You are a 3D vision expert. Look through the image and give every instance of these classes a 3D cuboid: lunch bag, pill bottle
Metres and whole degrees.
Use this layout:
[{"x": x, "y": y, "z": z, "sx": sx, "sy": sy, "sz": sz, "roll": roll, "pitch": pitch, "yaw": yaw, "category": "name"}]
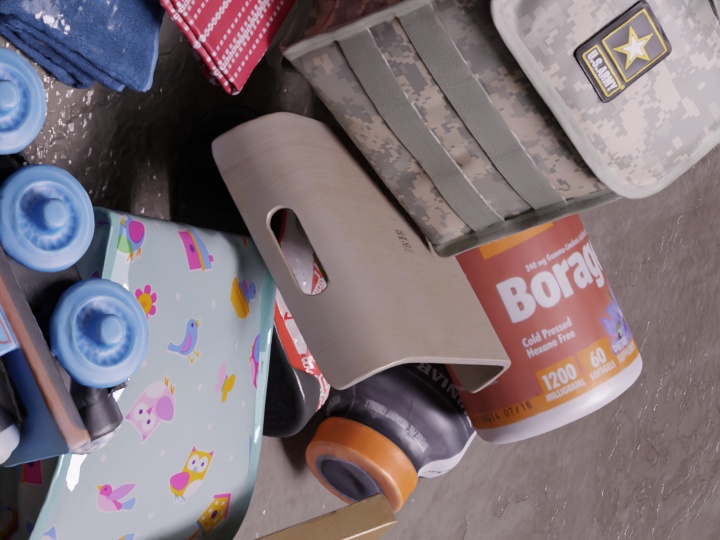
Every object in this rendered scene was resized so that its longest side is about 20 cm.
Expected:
[{"x": -0.132, "y": 0.070, "z": 0.978, "sx": 0.170, "sy": 0.121, "sz": 0.201, "roll": 8, "pitch": 90, "yaw": -61, "category": "lunch bag"}, {"x": 0.042, "y": 0.060, "z": 1.282, "sx": 0.200, "sy": 0.106, "sz": 0.106, "roll": -57, "pitch": 146, "yaw": -29, "category": "pill bottle"}, {"x": 0.090, "y": -0.115, "z": 1.015, "sx": 0.164, "sy": 0.199, "sz": 0.118, "roll": 51, "pitch": 35, "yaw": -33, "category": "lunch bag"}, {"x": 0.082, "y": -0.007, "z": 1.190, "sx": 0.112, "sy": 0.112, "sz": 0.201, "roll": -32, "pitch": 99, "yaw": -50, "category": "pill bottle"}]

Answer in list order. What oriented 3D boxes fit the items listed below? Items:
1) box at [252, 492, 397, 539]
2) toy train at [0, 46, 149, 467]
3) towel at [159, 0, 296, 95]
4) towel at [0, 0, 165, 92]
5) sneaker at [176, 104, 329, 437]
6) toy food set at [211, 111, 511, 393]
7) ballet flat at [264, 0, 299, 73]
[{"x": -0.095, "y": 0.179, "z": 1.022, "sx": 0.199, "sy": 0.021, "sz": 0.164, "roll": -15, "pitch": 160, "yaw": -34, "category": "box"}, {"x": -0.171, "y": -0.005, "z": 0.824, "sx": 0.114, "sy": 0.087, "sz": 0.201, "roll": -27, "pitch": 97, "yaw": -34, "category": "toy train"}, {"x": -0.077, "y": -0.200, "z": 0.947, "sx": 0.145, "sy": 0.022, "sz": 0.200, "roll": -60, "pitch": 141, "yaw": -22, "category": "towel"}, {"x": -0.114, "y": -0.193, "z": 0.959, "sx": 0.112, "sy": 0.048, "sz": 0.201, "roll": 35, "pitch": 73, "yaw": -58, "category": "towel"}, {"x": -0.048, "y": -0.015, "z": 1.143, "sx": 0.108, "sy": 0.067, "sz": 0.202, "roll": -52, "pitch": 137, "yaw": -57, "category": "sneaker"}, {"x": 0.000, "y": 0.000, "z": 1.056, "sx": 0.144, "sy": 0.060, "sz": 0.200, "roll": 63, "pitch": 20, "yaw": 14, "category": "toy food set"}, {"x": -0.043, "y": -0.144, "z": 1.093, "sx": 0.200, "sy": 0.069, "sz": 0.070, "roll": 10, "pitch": 94, "yaw": -60, "category": "ballet flat"}]
